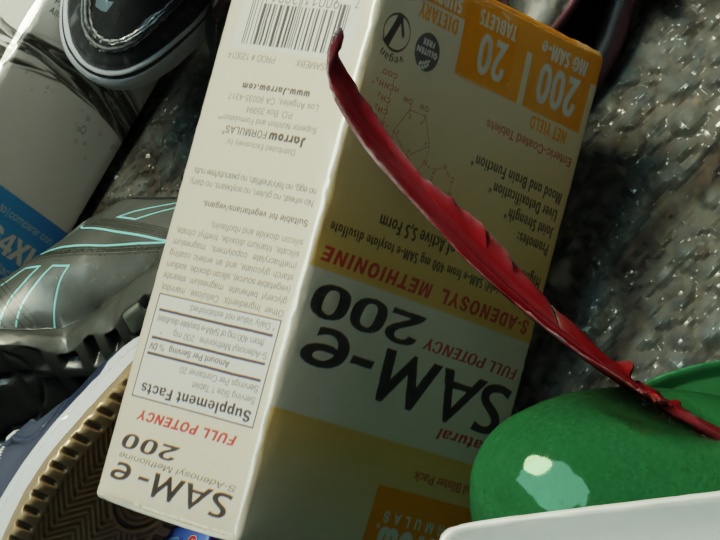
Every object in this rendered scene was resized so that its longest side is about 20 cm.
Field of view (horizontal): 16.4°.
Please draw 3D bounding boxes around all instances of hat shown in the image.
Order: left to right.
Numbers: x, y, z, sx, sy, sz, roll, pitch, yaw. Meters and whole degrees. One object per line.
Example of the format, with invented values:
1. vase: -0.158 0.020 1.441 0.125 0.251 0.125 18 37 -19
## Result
1. hat: 0.062 0.062 0.762 0.199 0.176 0.166 24 78 45

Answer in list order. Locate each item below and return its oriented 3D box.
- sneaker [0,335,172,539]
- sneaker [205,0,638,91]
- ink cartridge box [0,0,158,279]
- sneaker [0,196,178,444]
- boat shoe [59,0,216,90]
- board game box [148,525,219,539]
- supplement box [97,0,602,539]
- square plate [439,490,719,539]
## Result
1. sneaker: -0.140 0.093 0.919 0.108 0.070 0.201 31 87 44
2. sneaker: 0.027 -0.096 0.975 0.199 0.076 0.116 -26 51 22
3. ink cartridge box: -0.167 -0.097 1.123 0.146 0.084 0.201 21 77 46
4. sneaker: -0.108 0.021 1.020 0.199 0.076 0.080 -15 40 24
5. boat shoe: -0.065 -0.164 1.013 0.072 0.068 0.201 35 98 5
6. board game box: -0.116 0.194 0.916 0.134 0.045 0.201 -5 60 37
7. supplement box: 0.000 0.000 0.862 0.073 0.126 0.202 11 85 42
8. square plate: 0.129 0.154 0.698 0.196 0.029 0.201 -8 61 4
